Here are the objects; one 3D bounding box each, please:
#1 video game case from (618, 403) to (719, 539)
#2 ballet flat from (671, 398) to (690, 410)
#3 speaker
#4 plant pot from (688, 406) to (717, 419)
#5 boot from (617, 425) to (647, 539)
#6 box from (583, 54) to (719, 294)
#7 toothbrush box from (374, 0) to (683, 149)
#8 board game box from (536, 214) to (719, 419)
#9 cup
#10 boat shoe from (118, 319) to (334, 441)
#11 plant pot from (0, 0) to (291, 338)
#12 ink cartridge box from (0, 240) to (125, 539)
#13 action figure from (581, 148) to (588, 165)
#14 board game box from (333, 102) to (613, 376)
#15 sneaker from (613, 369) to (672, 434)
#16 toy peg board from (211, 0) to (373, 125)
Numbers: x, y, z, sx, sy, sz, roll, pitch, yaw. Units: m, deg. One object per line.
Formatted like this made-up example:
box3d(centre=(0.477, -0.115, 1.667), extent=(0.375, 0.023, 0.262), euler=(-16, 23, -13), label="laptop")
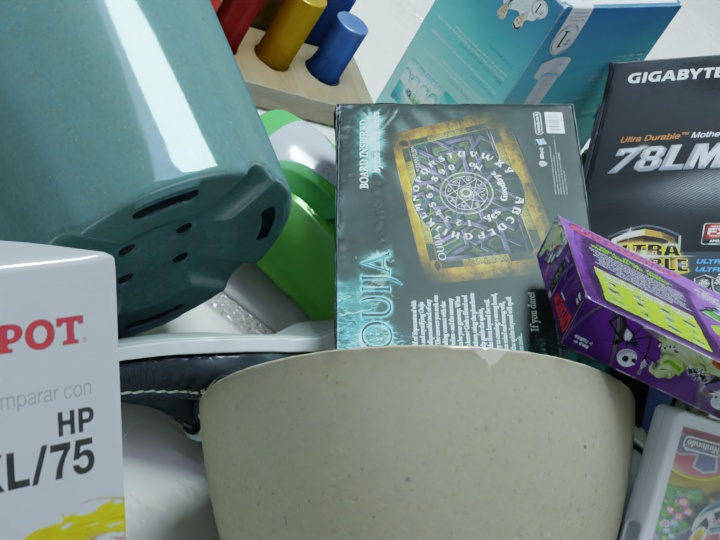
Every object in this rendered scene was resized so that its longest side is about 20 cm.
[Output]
box3d(centre=(0.165, 0.174, 0.709), extent=(0.142, 0.202, 0.018), euler=(17, -2, -32), label="video game case")
box3d(centre=(0.239, 0.127, 0.964), extent=(0.063, 0.068, 0.201), euler=(-6, 52, -37), label="ballet flat")
box3d(centre=(0.000, 0.000, 0.881), extent=(0.200, 0.089, 0.088), euler=(45, 34, 12), label="speaker")
box3d(centre=(0.271, 0.134, 0.824), extent=(0.199, 0.187, 0.187), euler=(28, 34, -7), label="plant pot")
box3d(centre=(0.149, 0.181, 0.822), extent=(0.181, 0.073, 0.201), euler=(28, 40, -15), label="boot")
box3d(centre=(0.226, -0.041, 0.897), extent=(0.050, 0.198, 0.200), euler=(55, 45, -48), label="box")
box3d(centre=(0.096, -0.119, 1.010), extent=(0.146, 0.201, 0.085), euler=(-14, 53, -48), label="toothbrush box")
box3d(centre=(0.177, 0.044, 0.699), extent=(0.199, 0.032, 0.120), euler=(25, 21, -6), label="board game box")
box3d(centre=(0.024, 0.131, 0.678), extent=(0.199, 0.200, 0.145), euler=(13, 67, -31), label="cup")
box3d(centre=(-0.057, 0.059, 0.772), extent=(0.198, 0.076, 0.061), euler=(-3, 91, -23), label="boat shoe")
box3d(centre=(-0.141, -0.082, 0.775), extent=(0.199, 0.200, 0.197), euler=(-6, 60, -46), label="plant pot")
box3d(centre=(-0.170, 0.095, 0.470), extent=(0.145, 0.202, 0.146), euler=(4, 8, 43), label="ink cartridge box")
box3d(centre=(0.231, -0.077, 1.009), extent=(0.118, 0.199, 0.055), euler=(-55, 128, -32), label="action figure")
box3d(centre=(0.052, -0.010, 0.784), extent=(0.134, 0.028, 0.201), euler=(1, 48, 0), label="board game box")
box3d(centre=(0.157, 0.030, 0.959), extent=(0.078, 0.070, 0.201), euler=(27, 56, -19), label="sneaker")
box3d(centre=(-0.079, -0.215, 1.062), extent=(0.198, 0.098, 0.201), euler=(11, 41, -33), label="toy peg board")
